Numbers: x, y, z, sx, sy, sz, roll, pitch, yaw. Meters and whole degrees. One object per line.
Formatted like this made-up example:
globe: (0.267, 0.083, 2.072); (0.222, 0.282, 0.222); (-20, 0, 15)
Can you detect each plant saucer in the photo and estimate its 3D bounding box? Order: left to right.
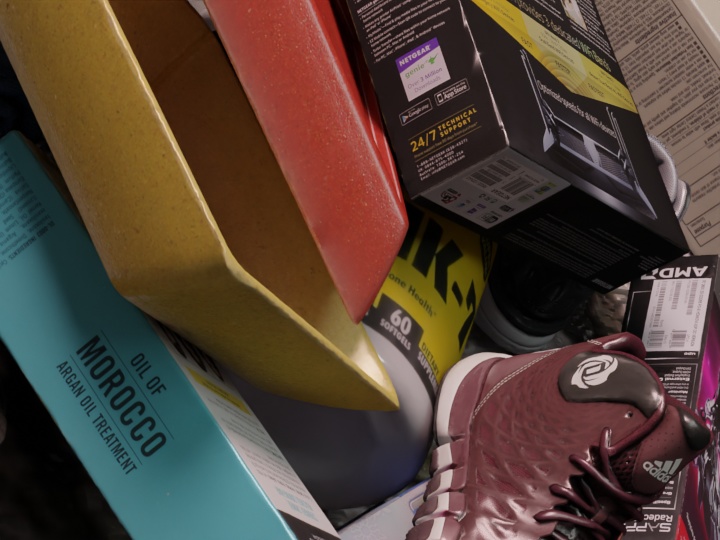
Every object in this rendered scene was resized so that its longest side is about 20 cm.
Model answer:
plant saucer: (-0.071, -0.042, 0.776); (0.201, 0.048, 0.200); (63, 8, 23)
plant saucer: (-0.031, -0.112, 0.834); (0.201, 0.036, 0.201); (-102, 170, -57)

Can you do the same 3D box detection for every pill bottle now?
pill bottle: (0.000, 0.000, 0.947); (0.114, 0.114, 0.201); (40, 42, -17)

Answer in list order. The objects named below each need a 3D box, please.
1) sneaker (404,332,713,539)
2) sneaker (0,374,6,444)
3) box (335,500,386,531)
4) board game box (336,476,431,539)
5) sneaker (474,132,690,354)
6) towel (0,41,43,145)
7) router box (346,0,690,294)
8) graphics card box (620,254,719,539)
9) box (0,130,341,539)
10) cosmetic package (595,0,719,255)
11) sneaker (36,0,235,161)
sneaker: (0.081, 0.098, 0.804); (0.076, 0.115, 0.201); (45, 36, -36)
sneaker: (-0.189, 0.009, 0.784); (0.077, 0.085, 0.201); (59, 9, -32)
box: (0.017, 0.219, 0.860); (0.158, 0.048, 0.200); (45, 40, -11)
board game box: (0.019, 0.201, 0.802); (0.198, 0.043, 0.201); (-23, 79, -50)
sneaker: (0.123, -0.050, 1.103); (0.075, 0.114, 0.201); (38, 42, -19)
towel: (-0.205, -0.102, 0.804); (0.111, 0.049, 0.200); (6, 26, -39)
router box: (0.067, -0.087, 0.943); (0.200, 0.052, 0.158); (23, 45, -57)
graphics card box: (0.157, 0.104, 1.036); (0.201, 0.050, 0.126); (-72, 151, -46)
box: (-0.077, 0.047, 0.751); (0.200, 0.049, 0.082); (54, 4, 21)
cosmetic package: (0.202, -0.113, 1.237); (0.087, 0.103, 0.201); (-32, 88, -49)
sneaker: (-0.106, -0.097, 0.957); (0.199, 0.075, 0.079); (-9, 26, -36)
